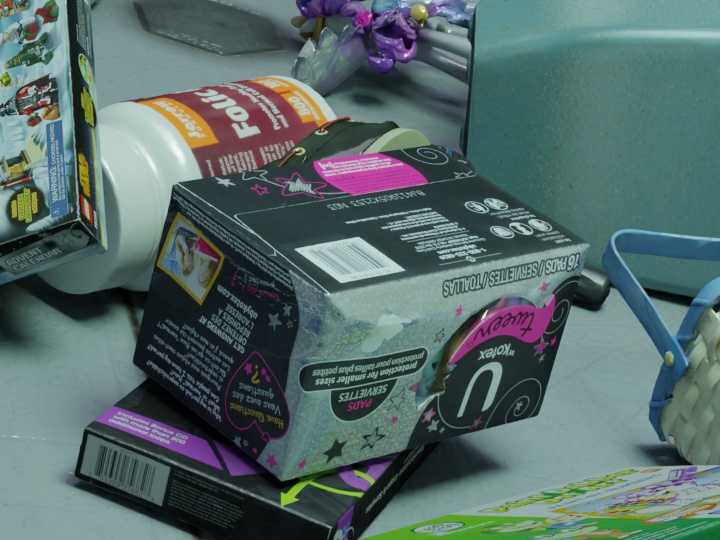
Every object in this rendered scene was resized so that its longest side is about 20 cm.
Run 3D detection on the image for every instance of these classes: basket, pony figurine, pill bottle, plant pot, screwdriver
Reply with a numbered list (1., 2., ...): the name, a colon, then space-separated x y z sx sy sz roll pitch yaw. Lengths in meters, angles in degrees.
1. basket: 0.250 0.049 1.414 0.175 0.140 0.200 0 37 -26
2. pony figurine: 0.027 -0.190 1.844 0.199 0.168 0.193 15 -9 12
3. pill bottle: -0.109 -0.051 1.472 0.114 0.115 0.199 29 28 31
4. plant pot: 0.169 -0.107 1.669 0.199 0.198 0.196 3 24 1
5. screwdriver: 0.073 -0.019 1.612 0.199 0.028 0.029 21 -6 18

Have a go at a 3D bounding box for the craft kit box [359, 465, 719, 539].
1. craft kit box: 0.136 0.132 1.181 0.199 0.049 0.197 -10 0 -43

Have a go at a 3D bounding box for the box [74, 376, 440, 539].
1. box: -0.045 0.086 1.304 0.142 0.036 0.200 20 23 14

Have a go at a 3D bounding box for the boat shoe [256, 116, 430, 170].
1. boat shoe: -0.041 -0.023 1.398 0.063 0.074 0.201 14 40 39

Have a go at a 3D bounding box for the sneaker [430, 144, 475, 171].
1. sneaker: 0.000 0.000 1.480 0.076 0.077 0.200 33 48 31

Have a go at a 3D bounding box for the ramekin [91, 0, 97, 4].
1. ramekin: -0.276 -0.269 1.888 0.201 0.095 0.203 12 24 -5

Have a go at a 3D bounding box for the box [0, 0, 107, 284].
1. box: -0.218 -0.082 1.383 0.136 0.040 0.201 -18 56 14

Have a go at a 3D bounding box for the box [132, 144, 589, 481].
1. box: 0.002 0.020 1.292 0.199 0.115 0.132 -11 36 -43
